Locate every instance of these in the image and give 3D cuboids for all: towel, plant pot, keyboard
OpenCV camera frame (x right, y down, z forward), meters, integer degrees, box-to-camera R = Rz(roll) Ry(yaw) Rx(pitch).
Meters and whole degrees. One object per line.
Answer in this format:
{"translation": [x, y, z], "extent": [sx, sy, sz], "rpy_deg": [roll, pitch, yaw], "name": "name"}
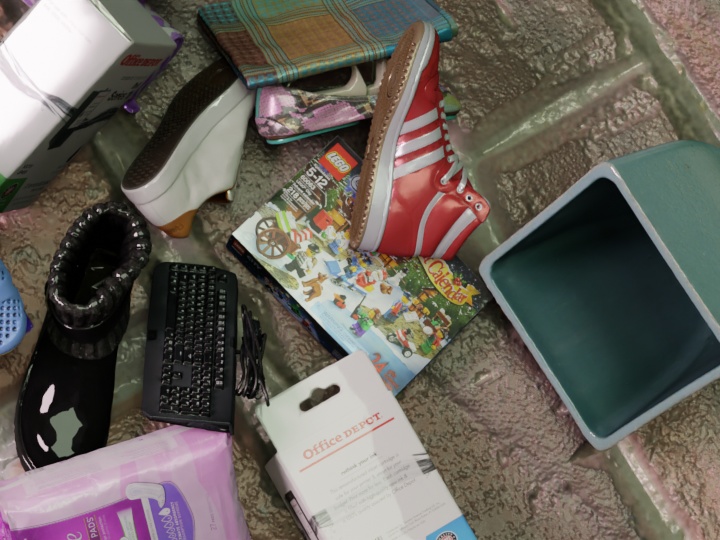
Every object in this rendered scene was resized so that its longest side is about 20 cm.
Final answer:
{"translation": [-0.030, -0.219, 1.705], "extent": [0.199, 0.022, 0.147], "rpy_deg": [-15, 37, -17], "name": "towel"}
{"translation": [0.266, 0.002, 1.665], "extent": [0.199, 0.196, 0.196], "rpy_deg": [-26, 80, -41], "name": "plant pot"}
{"translation": [-0.123, 0.052, 1.587], "extent": [0.103, 0.040, 0.201], "rpy_deg": [10, 38, -11], "name": "keyboard"}

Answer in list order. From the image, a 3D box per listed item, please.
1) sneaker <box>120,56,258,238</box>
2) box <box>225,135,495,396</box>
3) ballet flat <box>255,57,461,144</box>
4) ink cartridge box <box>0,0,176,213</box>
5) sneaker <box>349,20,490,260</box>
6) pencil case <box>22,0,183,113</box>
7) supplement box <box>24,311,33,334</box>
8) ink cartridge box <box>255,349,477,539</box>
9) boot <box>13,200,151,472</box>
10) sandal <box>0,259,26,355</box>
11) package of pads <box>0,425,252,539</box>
{"translation": [-0.130, -0.111, 1.685], "extent": [0.085, 0.073, 0.200], "rpy_deg": [54, 56, -31], "name": "sneaker"}
{"translation": [0.000, 0.000, 1.684], "extent": [0.200, 0.038, 0.137], "rpy_deg": [45, 70, 3], "name": "box"}
{"translation": [0.000, -0.158, 1.698], "extent": [0.199, 0.069, 0.072], "rpy_deg": [-9, 105, -23], "name": "ballet flat"}
{"translation": [-0.257, -0.143, 1.572], "extent": [0.083, 0.147, 0.200], "rpy_deg": [45, 101, 3], "name": "ink cartridge box"}
{"translation": [0.066, -0.106, 1.652], "extent": [0.112, 0.071, 0.201], "rpy_deg": [12, 99, -12], "name": "sneaker"}
{"translation": [-0.248, -0.234, 1.678], "extent": [0.200, 0.084, 0.086], "rpy_deg": [41, 105, 4], "name": "pencil case"}
{"translation": [-0.380, 0.051, 1.540], "extent": [0.199, 0.103, 0.102], "rpy_deg": [-31, 103, -20], "name": "supplement box"}
{"translation": [0.000, 0.182, 1.615], "extent": [0.116, 0.068, 0.201], "rpy_deg": [-27, 82, -18], "name": "ink cartridge box"}
{"translation": [-0.225, 0.061, 1.551], "extent": [0.079, 0.158, 0.212], "rpy_deg": [10, 71, -13], "name": "boot"}
{"translation": [-0.321, -0.018, 1.463], "extent": [0.079, 0.087, 0.200], "rpy_deg": [-40, 106, -18], "name": "sandal"}
{"translation": [-0.189, 0.201, 1.545], "extent": [0.199, 0.076, 0.121], "rpy_deg": [-17, 108, -16], "name": "package of pads"}
